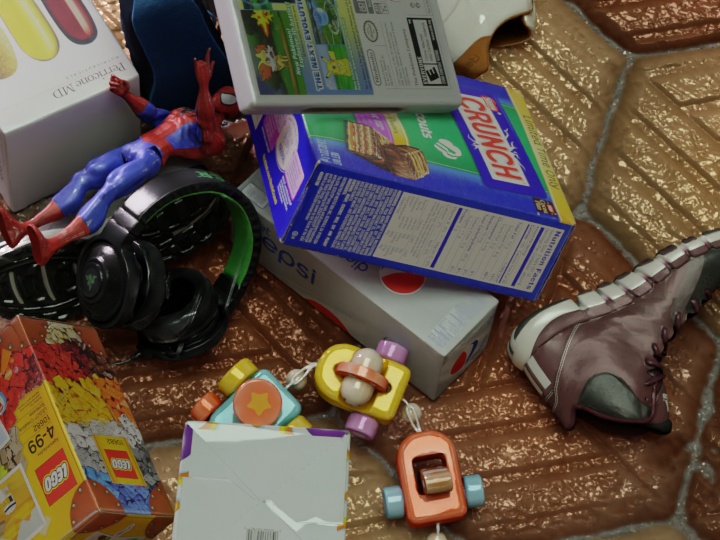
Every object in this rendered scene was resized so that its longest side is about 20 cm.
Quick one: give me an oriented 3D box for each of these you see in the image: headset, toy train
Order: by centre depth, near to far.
[{"bbox_3d":[-0.017,0.120,1.569,0.200,0.056,0.150,-4,75,-5],"label":"toy train"},{"bbox_3d":[-0.140,0.027,1.596,0.094,0.123,0.200,37,92,44],"label":"headset"}]

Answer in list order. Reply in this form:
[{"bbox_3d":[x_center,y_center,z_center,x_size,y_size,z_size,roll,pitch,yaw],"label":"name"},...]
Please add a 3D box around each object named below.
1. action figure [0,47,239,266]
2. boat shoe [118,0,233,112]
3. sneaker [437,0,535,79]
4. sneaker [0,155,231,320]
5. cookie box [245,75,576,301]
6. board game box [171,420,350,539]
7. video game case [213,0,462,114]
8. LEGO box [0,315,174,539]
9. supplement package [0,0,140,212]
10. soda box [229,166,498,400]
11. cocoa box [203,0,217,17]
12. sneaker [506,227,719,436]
[{"bbox_3d":[-0.164,-0.095,1.603,0.200,0.099,0.065,-33,41,-29],"label":"action figure"},{"bbox_3d":[-0.131,-0.171,1.660,0.084,0.200,0.069,-19,63,-11],"label":"boat shoe"},{"bbox_3d":[0.109,-0.225,1.799,0.085,0.073,0.200,40,59,-11],"label":"sneaker"},{"bbox_3d":[-0.194,-0.027,1.656,0.200,0.074,0.079,-24,43,-15],"label":"sneaker"},{"bbox_3d":[0.033,-0.075,1.625,0.200,0.075,0.171,13,34,-23],"label":"cookie box"},{"bbox_3d":[-0.064,0.186,1.459,0.105,0.200,0.103,4,60,-1],"label":"board game box"},{"bbox_3d":[-0.026,-0.203,1.584,0.182,0.022,0.200,-3,74,-38],"label":"video game case"},{"bbox_3d":[-0.232,0.147,1.476,0.200,0.077,0.149,-40,61,25],"label":"LEGO box"},{"bbox_3d":[-0.255,-0.165,1.699,0.114,0.110,0.200,-26,66,-18],"label":"supplement package"},{"bbox_3d":[0.000,0.000,1.648,0.200,0.068,0.063,38,63,16],"label":"soda box"},{"bbox_3d":[-0.105,-0.302,1.698,0.131,0.133,0.200,4,64,4],"label":"cocoa box"},{"bbox_3d":[0.214,0.056,1.639,0.200,0.076,0.116,-26,70,-6],"label":"sneaker"}]
